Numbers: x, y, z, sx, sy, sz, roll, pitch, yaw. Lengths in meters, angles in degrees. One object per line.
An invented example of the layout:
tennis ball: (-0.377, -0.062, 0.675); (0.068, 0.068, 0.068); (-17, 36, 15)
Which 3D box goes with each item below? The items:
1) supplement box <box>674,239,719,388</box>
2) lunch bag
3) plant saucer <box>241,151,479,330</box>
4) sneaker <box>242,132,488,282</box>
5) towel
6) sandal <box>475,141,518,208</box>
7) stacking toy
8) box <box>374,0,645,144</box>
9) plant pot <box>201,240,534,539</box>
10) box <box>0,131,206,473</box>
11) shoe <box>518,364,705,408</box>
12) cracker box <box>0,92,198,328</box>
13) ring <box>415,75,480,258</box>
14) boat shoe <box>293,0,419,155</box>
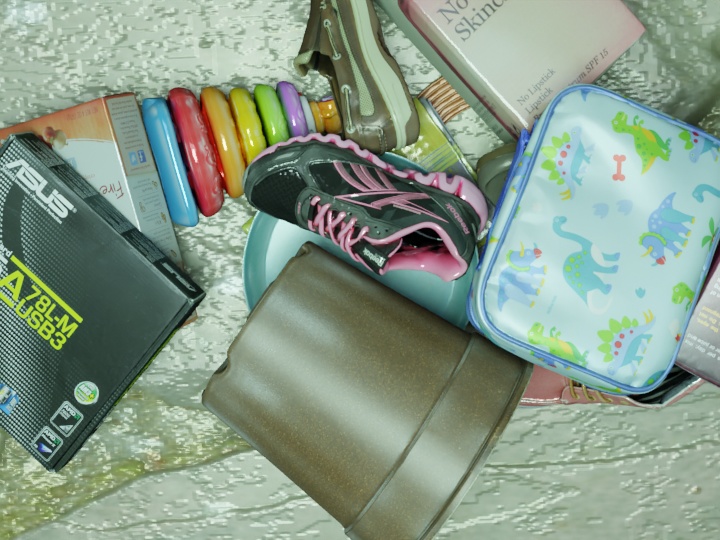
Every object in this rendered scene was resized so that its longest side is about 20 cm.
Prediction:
supplement box: (0.308, -0.013, 0.915); (0.085, 0.110, 0.202); (26, 102, 6)
lunch bag: (0.172, -0.024, 0.888); (0.159, 0.082, 0.203); (21, 84, 1)
plant saucer: (0.000, 0.000, 1.019); (0.196, 0.027, 0.204); (0, 99, -2)
sneaker: (0.002, -0.041, 0.944); (0.197, 0.096, 0.080); (12, 134, -2)
towel: (0.014, -0.038, 1.038); (0.199, 0.023, 0.145); (-33, 99, 3)
sandal: (0.165, -0.036, 0.989); (0.081, 0.055, 0.199); (-27, 139, 25)
stacking toy: (-0.077, -0.117, 1.026); (0.197, 0.116, 0.112); (-16, 99, -7)
box: (0.109, -0.214, 0.982); (0.128, 0.109, 0.200); (-43, 92, -1)
plant pot: (-0.002, 0.093, 0.933); (0.197, 0.200, 0.202); (35, 97, 1)
box: (-0.257, 0.027, 0.990); (0.200, 0.048, 0.194); (43, 105, 1)
shoe: (0.199, 0.081, 1.038); (0.197, 0.091, 0.073); (-11, 97, 3)
cracker box: (-0.230, -0.035, 1.036); (0.132, 0.058, 0.203); (-13, 98, 23)
ring: (0.118, -0.079, 1.056); (0.197, 0.019, 0.204); (0, 98, 2)
boat shoe: (-0.021, -0.185, 0.991); (0.074, 0.075, 0.205); (-21, 71, -8)
